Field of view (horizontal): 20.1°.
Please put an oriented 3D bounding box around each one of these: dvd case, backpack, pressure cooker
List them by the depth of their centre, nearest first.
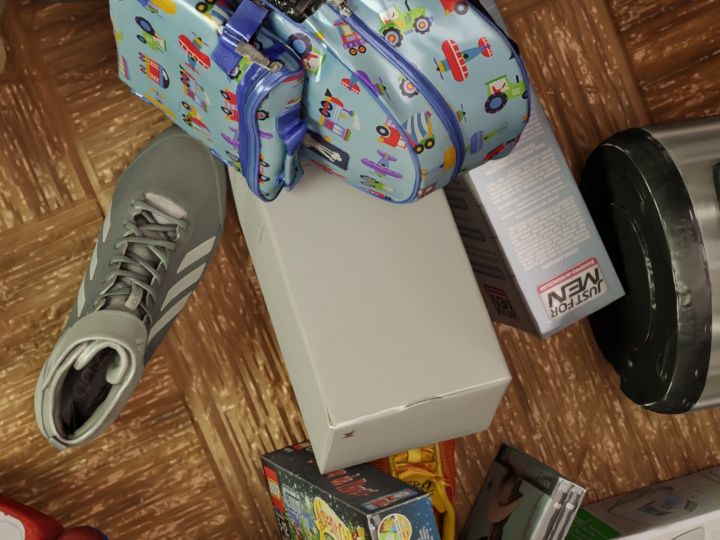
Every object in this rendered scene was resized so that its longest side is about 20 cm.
[{"bbox_3d":[-0.016,-0.109,1.054,0.200,0.183,0.135,41,73,6],"label":"backpack"},{"bbox_3d":[0.066,0.204,1.194,0.022,0.146,0.200,26,89,-9],"label":"dvd case"},{"bbox_3d":[0.245,-0.014,1.204,0.200,0.179,0.176,-8,122,-13],"label":"pressure cooker"}]

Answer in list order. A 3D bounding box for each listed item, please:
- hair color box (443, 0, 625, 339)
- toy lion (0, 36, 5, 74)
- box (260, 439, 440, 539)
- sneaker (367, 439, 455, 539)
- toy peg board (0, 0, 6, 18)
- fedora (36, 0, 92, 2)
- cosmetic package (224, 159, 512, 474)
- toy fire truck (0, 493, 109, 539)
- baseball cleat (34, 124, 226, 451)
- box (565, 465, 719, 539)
[{"bbox_3d":[0.075,-0.065,1.193,0.061,0.099,0.200,-27,101,-11],"label":"hair color box"},{"bbox_3d":[-0.276,-0.199,1.075,0.192,0.069,0.200,22,123,11],"label":"toy lion"},{"bbox_3d":[0.004,0.178,1.147,0.038,0.200,0.137,-18,99,-17],"label":"box"},{"bbox_3d":[0.033,0.105,1.212,0.073,0.077,0.200,-7,96,-11],"label":"sneaker"},{"bbox_3d":[-0.294,-0.123,1.012,0.200,0.098,0.199,24,122,0],"label":"toy peg board"},{"bbox_3d":[-0.163,-0.240,1.106,0.200,0.090,0.177,8,120,11],"label":"fedora"},{"bbox_3d":[0.000,0.000,1.144,0.108,0.085,0.200,-12,69,-12],"label":"cosmetic package"},{"bbox_3d":[-0.202,0.209,1.110,0.112,0.200,0.168,17,89,-50],"label":"toy fire truck"},{"bbox_3d":[-0.124,0.011,1.148,0.070,0.106,0.200,21,88,-10],"label":"baseball cleat"},{"bbox_3d":[0.218,0.234,1.262,0.176,0.097,0.200,-14,98,-10],"label":"box"}]
